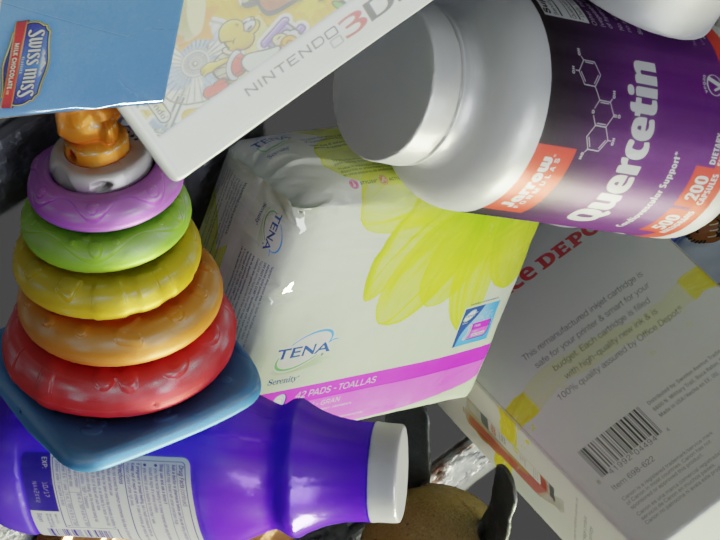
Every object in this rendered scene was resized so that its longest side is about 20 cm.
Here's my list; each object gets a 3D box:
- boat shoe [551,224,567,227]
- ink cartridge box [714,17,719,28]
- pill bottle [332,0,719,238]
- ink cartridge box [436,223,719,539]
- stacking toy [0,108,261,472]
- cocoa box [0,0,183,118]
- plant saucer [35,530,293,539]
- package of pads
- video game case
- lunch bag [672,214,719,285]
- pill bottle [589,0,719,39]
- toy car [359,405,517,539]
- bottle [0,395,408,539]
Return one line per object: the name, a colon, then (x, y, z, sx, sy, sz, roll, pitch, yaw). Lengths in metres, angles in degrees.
boat shoe: (0.159, -0.095, 1.549, 0.200, 0.071, 0.064, -36, 150, -31)
ink cartridge box: (0.263, -0.138, 1.441, 0.050, 0.199, 0.162, -7, 109, -41)
pill bottle: (0.088, -0.079, 1.391, 0.199, 0.113, 0.113, 6, 124, -38)
ink cartridge box: (0.144, 0.068, 1.594, 0.145, 0.200, 0.084, -34, 152, -18)
stacking toy: (-0.114, -0.023, 1.286, 0.109, 0.116, 0.201, -23, 130, -24)
cocoa box: (-0.131, -0.167, 1.006, 0.130, 0.134, 0.201, -7, 134, -24)
plant saucer: (-0.086, 0.126, 1.549, 0.200, 0.032, 0.201, -30, 147, -22)
package of pads: (0.000, 0.000, 1.454, 0.199, 0.068, 0.155, -11, 131, -44)
video game case: (-0.051, -0.154, 1.176, 0.182, 0.023, 0.200, -35, 131, -1)
lunch bag: (0.231, 0.047, 1.756, 0.200, 0.124, 0.170, -52, 153, -9)
pill bottle: (0.172, -0.217, 1.363, 0.114, 0.114, 0.201, -4, 131, -48)
toy car: (0.026, 0.178, 1.637, 0.157, 0.164, 0.201, -10, 126, -45)
bottle: (-0.078, 0.091, 1.370, 0.199, 0.066, 0.084, 2, 142, 8)
